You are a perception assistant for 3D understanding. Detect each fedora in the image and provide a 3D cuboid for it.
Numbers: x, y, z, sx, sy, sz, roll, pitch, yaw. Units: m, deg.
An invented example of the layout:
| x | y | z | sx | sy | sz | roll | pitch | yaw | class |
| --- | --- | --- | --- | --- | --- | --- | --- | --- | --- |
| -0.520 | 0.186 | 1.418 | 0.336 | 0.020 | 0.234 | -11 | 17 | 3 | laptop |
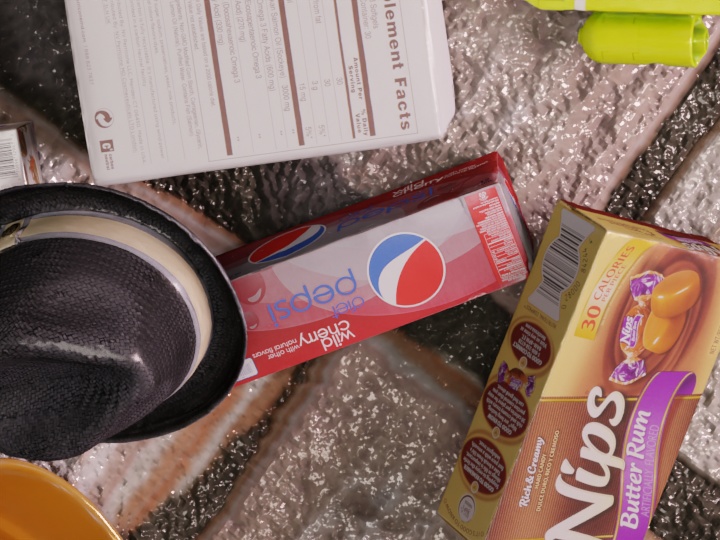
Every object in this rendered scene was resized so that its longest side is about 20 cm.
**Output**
| x | y | z | sx | sy | sz | roll | pitch | yaw | class |
| --- | --- | --- | --- | --- | --- | --- | --- | --- | --- |
| -0.167 | 0.047 | 1.237 | 0.199 | 0.092 | 0.202 | 8 | 127 | 11 | fedora |

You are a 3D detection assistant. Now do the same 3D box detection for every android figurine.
| x | y | z | sx | sy | sz | roll | pitch | yaw | class |
| --- | --- | --- | --- | --- | --- | --- | --- | --- | --- |
| 0.155 | -0.206 | 1.243 | 0.199 | 0.041 | 0.183 | 3 | 99 | 19 | android figurine |

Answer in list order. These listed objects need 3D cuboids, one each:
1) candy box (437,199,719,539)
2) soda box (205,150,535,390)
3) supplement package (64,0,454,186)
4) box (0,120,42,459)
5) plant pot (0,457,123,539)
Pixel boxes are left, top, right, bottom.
| x | y | z | sx | sy | sz | roll | pitch | yaw | class |
| --- | --- | --- | --- | --- | --- | --- | --- | --- | --- |
| 0.134 | 0.069 | 1.275 | 0.116 | 0.056 | 0.201 | 13 | 103 | -34 | candy box |
| 0.000 | 0.000 | 1.293 | 0.199 | 0.070 | 0.064 | -20 | 106 | 9 | soda box |
| -0.053 | -0.123 | 1.253 | 0.199 | 0.117 | 0.118 | -7 | 98 | 7 | supplement package |
| -0.204 | 0.011 | 1.333 | 0.041 | 0.039 | 0.201 | -8 | 100 | 8 | box |
| -0.246 | 0.240 | 1.314 | 0.183 | 0.200 | 0.201 | -30 | 97 | 26 | plant pot |
